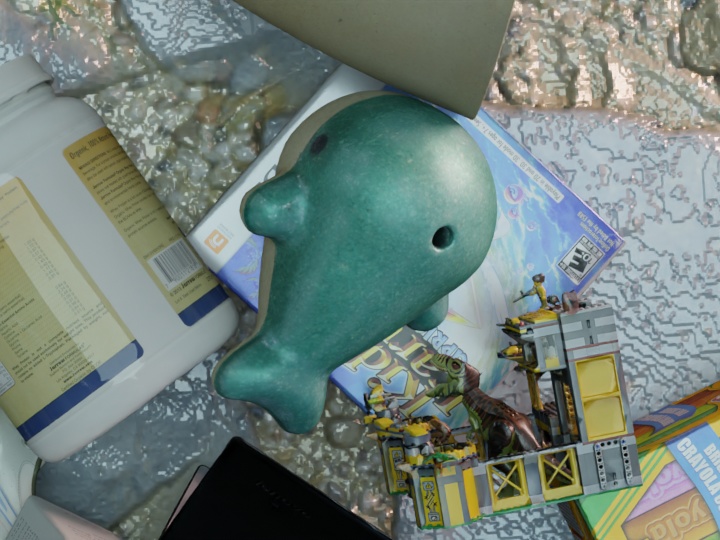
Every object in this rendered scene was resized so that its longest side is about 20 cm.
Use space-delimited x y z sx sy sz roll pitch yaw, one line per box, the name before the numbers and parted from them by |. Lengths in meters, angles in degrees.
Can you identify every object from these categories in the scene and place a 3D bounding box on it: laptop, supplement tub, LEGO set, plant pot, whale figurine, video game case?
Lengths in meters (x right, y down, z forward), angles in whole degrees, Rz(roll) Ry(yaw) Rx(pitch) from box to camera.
laptop | -0.005 0.154 1.340 0.187 0.200 0.116 34 107 -3
supplement tub | -0.179 -0.008 1.372 0.144 0.144 0.200 -35 91 -2
LEGO set | 0.073 0.064 1.319 0.153 0.200 0.116 -10 93 2
plant pot | -0.009 -0.200 1.338 0.199 0.187 0.188 14 89 -1
whale figurine | 0.000 0.000 1.339 0.159 0.104 0.201 33 86 -38
video game case | 0.025 -0.016 1.432 0.200 0.045 0.181 42 89 -2

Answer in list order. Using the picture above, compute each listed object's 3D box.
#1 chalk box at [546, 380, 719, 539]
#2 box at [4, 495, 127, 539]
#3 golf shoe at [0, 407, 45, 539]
chalk box | 0.225 0.131 1.403 0.199 0.125 0.124 -26 91 -4
box | -0.138 0.266 1.354 0.198 0.131 0.201 29 88 -20
golf shoe | -0.233 0.094 1.415 0.097 0.078 0.201 -18 96 -20
